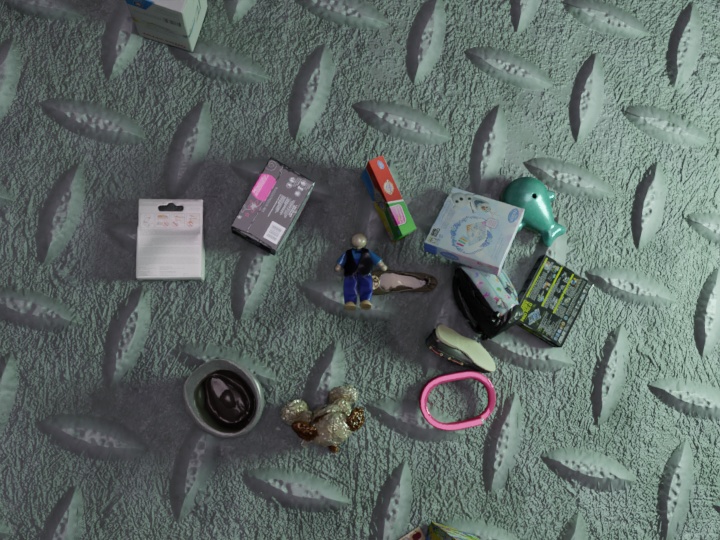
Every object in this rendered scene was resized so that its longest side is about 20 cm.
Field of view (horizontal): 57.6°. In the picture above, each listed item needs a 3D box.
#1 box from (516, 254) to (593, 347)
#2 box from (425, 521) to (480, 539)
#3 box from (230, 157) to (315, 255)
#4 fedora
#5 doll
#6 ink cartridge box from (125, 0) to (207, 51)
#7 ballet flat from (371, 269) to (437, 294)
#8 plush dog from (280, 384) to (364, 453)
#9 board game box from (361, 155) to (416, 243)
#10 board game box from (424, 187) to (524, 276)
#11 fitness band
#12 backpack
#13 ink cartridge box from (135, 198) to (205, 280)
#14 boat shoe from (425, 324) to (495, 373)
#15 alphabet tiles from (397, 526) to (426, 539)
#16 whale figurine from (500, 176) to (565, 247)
[{"bbox_3d":[0.510,0.082,1.757,0.160,0.044,0.200,30,80,-4],"label":"box"},{"bbox_3d":[0.222,0.736,1.561,0.122,0.193,0.200,20,79,-9],"label":"box"},{"bbox_3d":[-0.218,-0.155,1.638,0.132,0.115,0.200,29,82,-6],"label":"box"},{"bbox_3d":[-0.328,0.305,1.582,0.177,0.090,0.200,-45,98,-9],"label":"fedora"},{"bbox_3d":[0.000,0.000,1.673,0.136,0.048,0.200,-5,68,11],"label":"doll"},{"bbox_3d":[-0.472,-0.666,1.612,0.147,0.200,0.145,17,80,-6],"label":"ink cartridge box"},{"bbox_3d":[0.103,0.031,1.699,0.200,0.046,0.067,2,83,-8],"label":"ballet flat"},{"bbox_3d":[-0.079,0.373,1.571,0.200,0.172,0.161,-15,87,-11],"label":"plush dog"},{"bbox_3d":[0.069,-0.177,1.664,0.040,0.153,0.200,-24,87,-8],"label":"board game box"},{"bbox_3d":[0.293,-0.104,1.680,0.199,0.043,0.200,20,61,18],"label":"board game box"},{"bbox_3d":[0.250,0.335,1.688,0.200,0.037,0.144,-10,86,-5],"label":"fitness band"},{"bbox_3d":[0.326,0.062,1.686,0.126,0.167,0.200,-25,74,-19],"label":"backpack"},{"bbox_3d":[-0.470,-0.075,1.628,0.161,0.050,0.200,0,80,-8],"label":"ink cartridge box"},{"bbox_3d":[0.261,0.212,1.699,0.201,0.063,0.074,30,37,-16],"label":"boat shoe"},{"bbox_3d":[0.101,0.768,1.640,0.200,0.008,0.167,-28,89,-10],"label":"alphabet tiles"},{"bbox_3d":[0.467,-0.160,1.746,0.159,0.104,0.200,-39,89,-11],"label":"whale figurine"}]
